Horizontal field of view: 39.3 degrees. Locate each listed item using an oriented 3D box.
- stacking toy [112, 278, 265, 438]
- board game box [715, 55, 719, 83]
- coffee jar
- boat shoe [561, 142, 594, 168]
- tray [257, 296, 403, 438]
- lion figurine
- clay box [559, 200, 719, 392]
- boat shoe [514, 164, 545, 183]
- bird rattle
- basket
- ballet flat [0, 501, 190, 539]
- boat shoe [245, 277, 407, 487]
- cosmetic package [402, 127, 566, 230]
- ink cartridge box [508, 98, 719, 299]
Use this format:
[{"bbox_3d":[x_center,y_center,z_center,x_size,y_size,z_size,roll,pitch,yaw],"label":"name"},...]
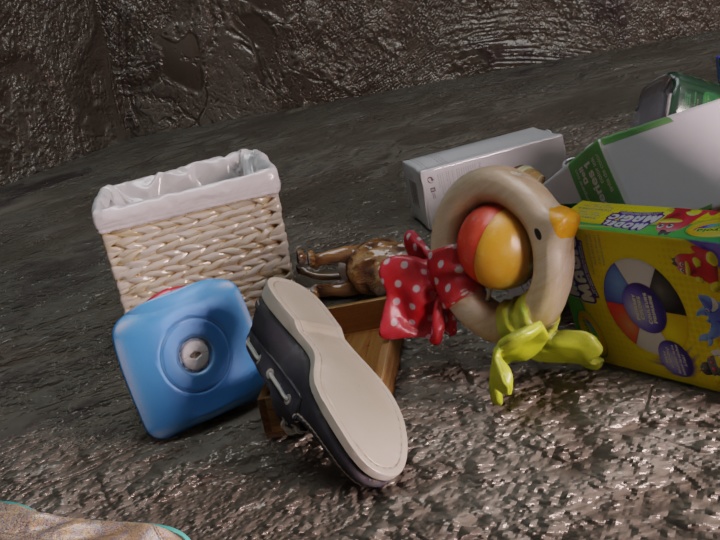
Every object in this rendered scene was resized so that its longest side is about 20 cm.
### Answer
[{"bbox_3d":[-0.169,0.071,0.899,0.114,0.112,0.199,-22,6,-22],"label":"stacking toy"},{"bbox_3d":[0.603,-0.258,1.403,0.156,0.099,0.200,-11,15,6],"label":"board game box"},{"bbox_3d":[0.389,-0.139,1.045,0.196,0.087,0.104,12,-4,-6],"label":"coffee jar"},{"bbox_3d":[0.268,-0.108,1.132,0.070,0.071,0.200,-21,5,-10],"label":"boat shoe"},{"bbox_3d":[-0.017,0.075,0.843,0.097,0.038,0.200,-10,16,9],"label":"tray"},{"bbox_3d":[0.000,0.000,1.037,0.120,0.074,0.200,-8,10,-11],"label":"lion figurine"},{"bbox_3d":[0.207,0.015,0.708,0.047,0.117,0.199,-30,20,-26],"label":"clay box"},{"bbox_3d":[0.188,-0.061,1.128,0.075,0.073,0.200,9,30,20],"label":"boat shoe"},{"bbox_3d":[0.100,0.001,0.762,0.111,0.166,0.200,-4,29,-33],"label":"bird rattle"},{"bbox_3d":[-0.176,-0.028,1.105,0.196,0.164,0.198,-16,15,-9],"label":"basket"},{"bbox_3d":[-0.187,0.174,0.577,0.196,0.069,0.067,-7,23,27],"label":"ballet flat"},{"bbox_3d":[-0.030,0.087,0.714,0.072,0.063,0.201,16,27,-38],"label":"boat shoe"},{"bbox_3d":[0.164,-0.124,1.327,0.196,0.083,0.113,-13,15,-6],"label":"cosmetic package"},{"bbox_3d":[0.216,-0.051,0.855,0.143,0.085,0.200,-20,-11,-25],"label":"ink cartridge box"}]
